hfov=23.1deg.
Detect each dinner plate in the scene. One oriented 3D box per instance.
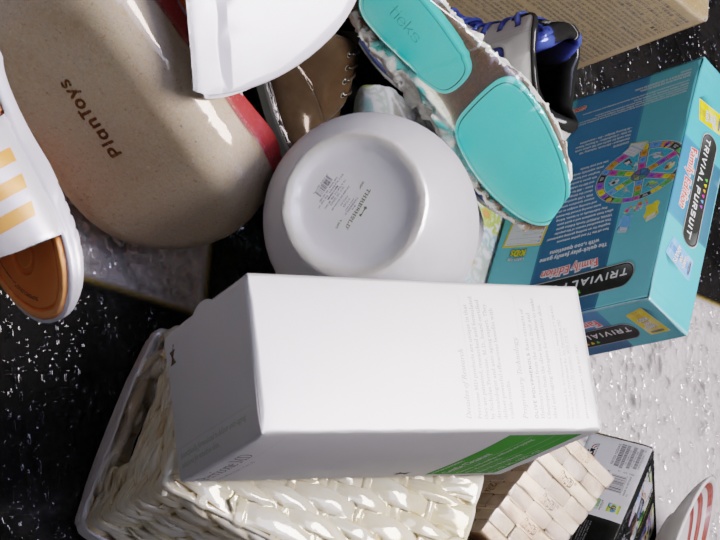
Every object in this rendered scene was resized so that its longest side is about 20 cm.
[{"bbox_3d":[0.219,0.244,1.283,0.200,0.024,0.201,15,90,-70],"label":"dinner plate"}]

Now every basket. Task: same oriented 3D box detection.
[{"bbox_3d":[-0.038,0.120,1.003,0.199,0.123,0.136,29,60,-18],"label":"basket"}]

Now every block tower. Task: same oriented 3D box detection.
[{"bbox_3d":[0.080,0.180,1.101,0.058,0.054,0.200,44,69,-15],"label":"block tower"}]

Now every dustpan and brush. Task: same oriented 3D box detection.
[{"bbox_3d":[-0.025,-0.177,0.983,0.199,0.057,0.140,-12,105,-32],"label":"dustpan and brush"}]

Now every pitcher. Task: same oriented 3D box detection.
[{"bbox_3d":[0.000,0.000,1.027,0.172,0.121,0.200,-61,168,-2],"label":"pitcher"}]

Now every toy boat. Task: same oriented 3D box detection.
[{"bbox_3d":[-0.123,-0.113,1.012,0.200,0.130,0.131,55,37,-22],"label":"toy boat"}]

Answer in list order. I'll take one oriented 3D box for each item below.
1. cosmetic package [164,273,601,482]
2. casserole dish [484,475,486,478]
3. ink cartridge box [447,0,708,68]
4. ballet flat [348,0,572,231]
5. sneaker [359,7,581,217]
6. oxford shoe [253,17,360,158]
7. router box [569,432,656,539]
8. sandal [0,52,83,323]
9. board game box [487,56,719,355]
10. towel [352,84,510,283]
[{"bbox_3d":[0.011,0.057,0.917,0.199,0.108,0.085,1,71,-28],"label":"cosmetic package"},{"bbox_3d":[0.090,0.173,1.189,0.121,0.039,0.201,33,68,-54],"label":"casserole dish"},{"bbox_3d":[0.127,-0.226,1.256,0.200,0.164,0.075,28,60,-39],"label":"ink cartridge box"},{"bbox_3d":[0.063,-0.116,1.098,0.200,0.072,0.072,52,49,-14],"label":"ballet flat"},{"bbox_3d":[0.085,-0.144,1.179,0.080,0.115,0.200,5,45,-55],"label":"sneaker"},{"bbox_3d":[-0.029,-0.115,1.098,0.073,0.084,0.201,-110,178,-62],"label":"oxford shoe"},{"bbox_3d":[0.150,0.235,1.209,0.200,0.051,0.150,-59,151,-36],"label":"router box"},{"bbox_3d":[-0.216,-0.063,0.942,0.059,0.079,0.208,-20,87,-44],"label":"sandal"},{"bbox_3d":[0.167,-0.037,1.198,0.047,0.151,0.201,39,54,-31],"label":"board game box"},{"bbox_3d":[0.062,-0.017,1.229,0.200,0.048,0.172,22,63,-40],"label":"towel"}]
